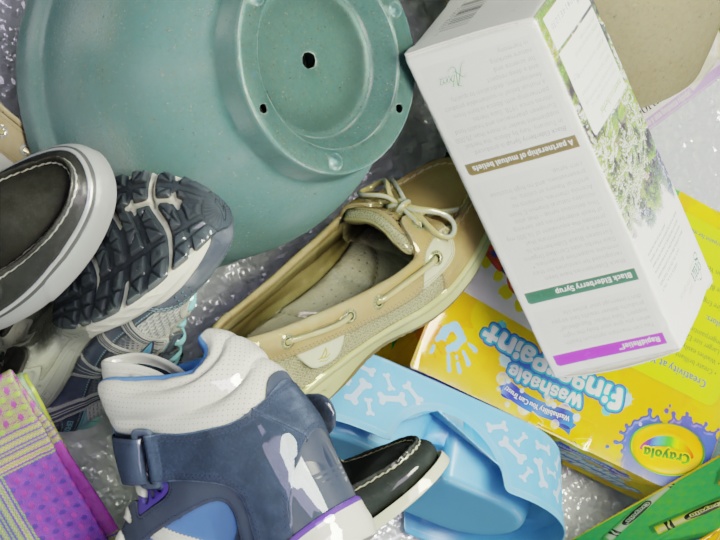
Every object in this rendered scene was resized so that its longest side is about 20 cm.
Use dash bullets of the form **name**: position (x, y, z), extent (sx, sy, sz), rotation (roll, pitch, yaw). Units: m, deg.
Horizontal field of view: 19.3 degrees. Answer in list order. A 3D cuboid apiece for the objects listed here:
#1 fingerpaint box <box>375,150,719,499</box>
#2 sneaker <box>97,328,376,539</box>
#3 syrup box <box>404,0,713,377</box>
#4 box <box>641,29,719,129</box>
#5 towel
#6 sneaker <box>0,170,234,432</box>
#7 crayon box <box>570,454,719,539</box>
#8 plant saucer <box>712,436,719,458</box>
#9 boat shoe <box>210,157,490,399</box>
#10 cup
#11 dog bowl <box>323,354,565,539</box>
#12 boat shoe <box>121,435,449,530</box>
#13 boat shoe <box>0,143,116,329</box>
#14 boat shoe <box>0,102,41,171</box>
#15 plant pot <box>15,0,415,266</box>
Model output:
- **fingerpaint box**: position (0.125, 0.021, 1.228), extent (0.200, 0.073, 0.167), rotation (25, 77, -20)
- **sneaker**: position (-0.096, 0.115, 1.043), extent (0.147, 0.200, 0.081), rotation (56, 30, 8)
- **syrup box**: position (0.107, -0.050, 1.108), extent (0.200, 0.081, 0.079), rotation (64, 33, -20)
- **box**: position (0.199, -0.131, 1.285), extent (0.200, 0.041, 0.039), rotation (-36, 101, -20)
- **towel**: position (-0.189, 0.157, 1.071), extent (0.143, 0.023, 0.200), rotation (-28, 116, -4)
- **sneaker**: position (-0.119, 0.019, 1.074), extent (0.086, 0.200, 0.078), rotation (19, 49, -36)
- **crayon box**: position (0.194, 0.182, 1.199), extent (0.200, 0.058, 0.119), rotation (-28, 120, -12)
- **plant saucer**: position (0.265, 0.169, 1.303), extent (0.201, 0.039, 0.201), rotation (1, 86, -24)
- **boat shoe**: position (-0.002, -0.001, 1.110), extent (0.201, 0.073, 0.063), rotation (-40, 139, -23)
- **cup**: position (0.130, -0.171, 1.190), extent (0.200, 0.200, 0.143), rotation (-24, 117, -23)
- **dog bowl**: position (0.025, 0.099, 1.166), extent (0.200, 0.111, 0.050), rotation (25, 62, -20)
- **boat shoe**: position (-0.048, 0.123, 1.103), extent (0.066, 0.199, 0.075), rotation (58, 31, -6)
- **boat shoe**: position (-0.207, 0.004, 1.034), extent (0.200, 0.057, 0.069), rotation (-35, 68, 17)
- **boat shoe**: position (-0.221, -0.084, 1.085), extent (0.068, 0.075, 0.200), rotation (-49, 117, -19)
- **plant pot**: position (-0.057, -0.102, 1.090), extent (0.200, 0.134, 0.201), rotation (3, 85, -41)
